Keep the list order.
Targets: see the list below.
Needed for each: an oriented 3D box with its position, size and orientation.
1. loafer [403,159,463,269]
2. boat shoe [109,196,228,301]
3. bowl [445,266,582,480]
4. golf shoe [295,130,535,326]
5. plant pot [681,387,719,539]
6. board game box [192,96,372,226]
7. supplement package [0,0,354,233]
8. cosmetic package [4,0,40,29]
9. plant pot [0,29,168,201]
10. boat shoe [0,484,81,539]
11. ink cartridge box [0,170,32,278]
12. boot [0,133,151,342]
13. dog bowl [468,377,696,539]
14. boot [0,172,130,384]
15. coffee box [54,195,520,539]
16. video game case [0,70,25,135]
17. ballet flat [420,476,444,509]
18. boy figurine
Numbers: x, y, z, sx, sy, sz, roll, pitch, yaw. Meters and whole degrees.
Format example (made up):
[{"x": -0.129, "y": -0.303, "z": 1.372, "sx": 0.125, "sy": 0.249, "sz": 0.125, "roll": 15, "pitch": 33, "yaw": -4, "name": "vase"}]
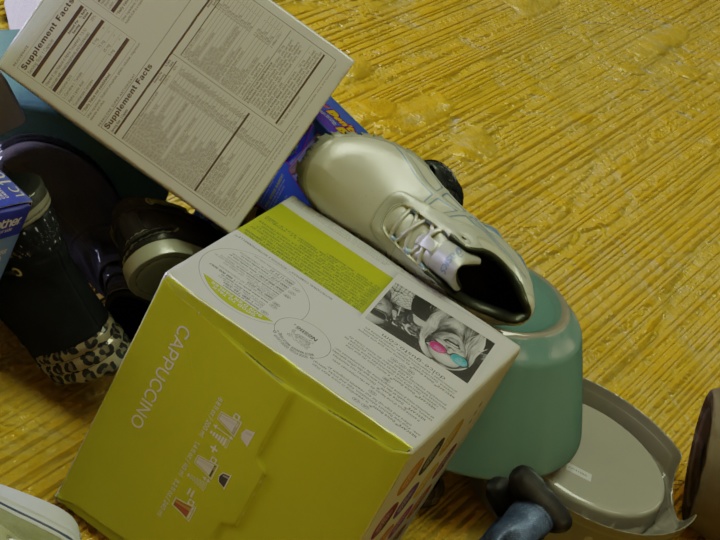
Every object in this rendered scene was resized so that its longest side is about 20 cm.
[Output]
[{"x": 0.000, "y": 0.000, "z": 1.521, "sx": 0.068, "sy": 0.201, "sz": 0.070, "roll": 37, "pitch": -1, "yaw": 19, "name": "loafer"}, {"x": -0.115, "y": -0.002, "z": 1.505, "sx": 0.061, "sy": 0.072, "sz": 0.201, "roll": 63, "pitch": 13, "yaw": 26, "name": "boat shoe"}, {"x": 0.092, "y": 0.059, "z": 1.580, "sx": 0.200, "sy": 0.105, "sz": 0.201, "roll": 15, "pitch": 30, "yaw": -9, "name": "bowl"}, {"x": 0.047, "y": -0.028, "z": 1.441, "sx": 0.200, "sy": 0.078, "sz": 0.097, "roll": 32, "pitch": 6, "yaw": -17, "name": "golf shoe"}, {"x": 0.362, "y": 0.170, "z": 1.690, "sx": 0.173, "sy": 0.201, "sz": 0.200, "roll": 12, "pitch": 28, "yaw": 4, "name": "plant pot"}, {"x": -0.062, "y": -0.038, "z": 1.607, "sx": 0.045, "sy": 0.200, "sz": 0.134, "roll": -4, "pitch": 42, "yaw": -49, "name": "board game box"}, {"x": -0.130, "y": -0.144, "z": 1.469, "sx": 0.200, "sy": 0.151, "sz": 0.152, "roll": 35, "pitch": -1, "yaw": -4, "name": "supplement package"}, {"x": -0.254, "y": -0.204, "z": 1.848, "sx": 0.101, "sy": 0.074, "sz": 0.200, "roll": 14, "pitch": 33, "yaw": -25, "name": "cosmetic package"}, {"x": -0.256, "y": -0.106, "z": 1.618, "sx": 0.199, "sy": 0.142, "sz": 0.141, "roll": 10, "pitch": 32, "yaw": -19, "name": "plant pot"}, {"x": -0.259, "y": 0.155, "z": 1.252, "sx": 0.199, "sy": 0.072, "sz": 0.062, "roll": 20, "pitch": 27, "yaw": -22, "name": "boat shoe"}, {"x": -0.305, "y": -0.027, "z": 1.371, "sx": 0.136, "sy": 0.200, "sz": 0.076, "roll": 42, "pitch": 34, "yaw": 23, "name": "ink cartridge box"}, {"x": -0.192, "y": -0.012, "z": 1.525, "sx": 0.200, "sy": 0.070, "sz": 0.132, "roll": 37, "pitch": 16, "yaw": -33, "name": "boot"}, {"x": 0.171, "y": 0.161, "z": 1.642, "sx": 0.199, "sy": 0.059, "sz": 0.200, "roll": 21, "pitch": 29, "yaw": -12, "name": "dog bowl"}, {"x": -0.262, "y": 0.010, "z": 1.477, "sx": 0.073, "sy": 0.203, "sz": 0.154, "roll": -46, "pitch": 118, "yaw": -34, "name": "boot"}, {"x": -0.049, "y": 0.103, "z": 1.388, "sx": 0.200, "sy": 0.200, "sz": 0.198, "roll": 35, "pitch": 28, "yaw": 11, "name": "coffee box"}, {"x": -0.343, "y": -0.107, "z": 1.403, "sx": 0.199, "sy": 0.182, "sz": 0.023, "roll": -28, "pitch": 64, "yaw": -6, "name": "video game case"}, {"x": -0.021, "y": 0.116, "z": 1.555, "sx": 0.200, "sy": 0.046, "sz": 0.067, "roll": 30, "pitch": 29, "yaw": 3, "name": "ballet flat"}, {"x": 0.054, "y": 0.221, "z": 1.391, "sx": 0.200, "sy": 0.124, "sz": 0.065, "roll": -39, "pitch": 92, "yaw": -28, "name": "boy figurine"}]
